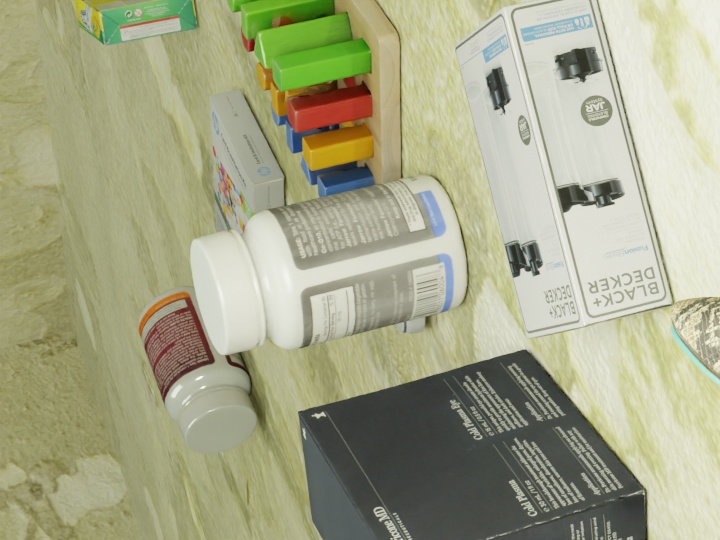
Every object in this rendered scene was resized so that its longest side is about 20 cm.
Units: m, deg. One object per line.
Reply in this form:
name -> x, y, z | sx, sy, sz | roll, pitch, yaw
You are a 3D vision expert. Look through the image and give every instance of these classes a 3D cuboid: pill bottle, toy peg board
pill bottle -> -0.026, -0.002, 1.569 | 0.114, 0.200, 0.114 | 167, 90, -75
pill bottle -> -0.206, 0.128, 2.527 | 0.114, 0.114, 0.200 | 94, 158, -49
toy peg board -> -0.045, -0.158, 1.703 | 0.200, 0.098, 0.199 | -120, 22, -48

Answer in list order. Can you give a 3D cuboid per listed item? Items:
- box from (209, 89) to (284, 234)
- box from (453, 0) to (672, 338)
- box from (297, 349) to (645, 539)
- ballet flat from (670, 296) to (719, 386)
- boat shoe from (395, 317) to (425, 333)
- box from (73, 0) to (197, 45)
box -> -0.124, -0.073, 2.186 | 0.200, 0.041, 0.156 | 93, 158, -45
box -> 0.124, -0.062, 1.232 | 0.117, 0.060, 0.200 | 161, 95, -75
box -> 0.075, 0.165, 1.379 | 0.200, 0.182, 0.104 | -126, 26, -56
ballet flat -> 0.229, 0.062, 0.972 | 0.200, 0.068, 0.075 | 57, 135, 38
boat shoe -> 0.000, 0.000, 1.738 | 0.200, 0.065, 0.074 | -128, 28, -58
box -> -0.277, -0.315, 2.388 | 0.200, 0.117, 0.048 | -137, 37, -66
